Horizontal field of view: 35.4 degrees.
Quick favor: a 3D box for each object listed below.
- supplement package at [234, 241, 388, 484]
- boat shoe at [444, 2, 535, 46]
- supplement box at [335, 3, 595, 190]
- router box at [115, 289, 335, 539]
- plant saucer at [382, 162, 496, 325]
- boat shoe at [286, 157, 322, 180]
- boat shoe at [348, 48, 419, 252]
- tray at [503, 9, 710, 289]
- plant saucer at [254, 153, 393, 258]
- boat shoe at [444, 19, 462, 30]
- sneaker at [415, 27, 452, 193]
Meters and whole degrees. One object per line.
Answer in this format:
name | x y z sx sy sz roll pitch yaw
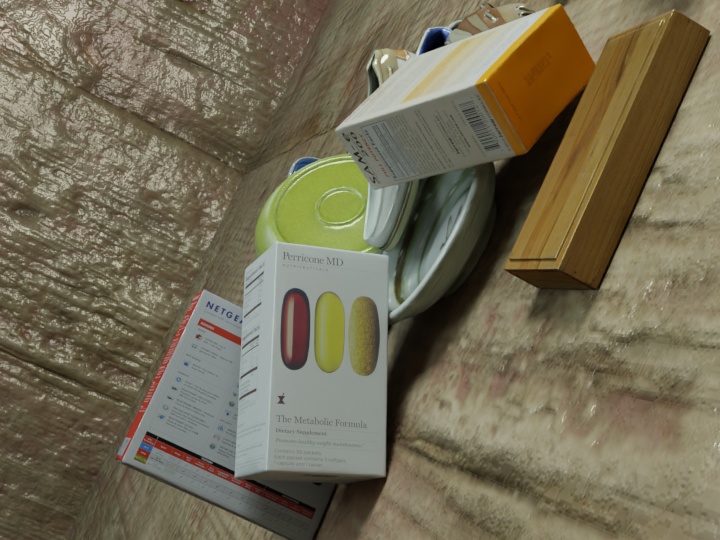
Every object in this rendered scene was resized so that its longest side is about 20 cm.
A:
supplement package | -0.045 0.088 1.025 0.110 0.113 0.201 148 126 -65
boat shoe | 0.145 -0.224 1.086 0.072 0.076 0.200 -55 28 5
supplement box | 0.089 -0.147 0.989 0.200 0.074 0.126 -8 33 52
router box | -0.105 0.143 1.092 0.180 0.200 0.049 -65 13 -15
plant saucer | 0.078 -0.032 1.052 0.200 0.050 0.200 -58 14 24
boat shoe | -0.054 -0.030 1.284 0.072 0.072 0.200 124 142 -62
boat shoe | 0.023 -0.121 1.117 0.075 0.068 0.201 164 118 -69
tray | 0.175 -0.084 0.818 0.200 0.037 0.099 -64 14 -7
plant saucer | -0.019 -0.060 1.199 0.031 0.199 0.200 75 -156 -48
boat shoe | 0.086 -0.227 1.340 0.065 0.073 0.200 -47 19 50
sneaker | 0.071 -0.165 1.181 0.088 0.075 0.200 87 -176 -59
